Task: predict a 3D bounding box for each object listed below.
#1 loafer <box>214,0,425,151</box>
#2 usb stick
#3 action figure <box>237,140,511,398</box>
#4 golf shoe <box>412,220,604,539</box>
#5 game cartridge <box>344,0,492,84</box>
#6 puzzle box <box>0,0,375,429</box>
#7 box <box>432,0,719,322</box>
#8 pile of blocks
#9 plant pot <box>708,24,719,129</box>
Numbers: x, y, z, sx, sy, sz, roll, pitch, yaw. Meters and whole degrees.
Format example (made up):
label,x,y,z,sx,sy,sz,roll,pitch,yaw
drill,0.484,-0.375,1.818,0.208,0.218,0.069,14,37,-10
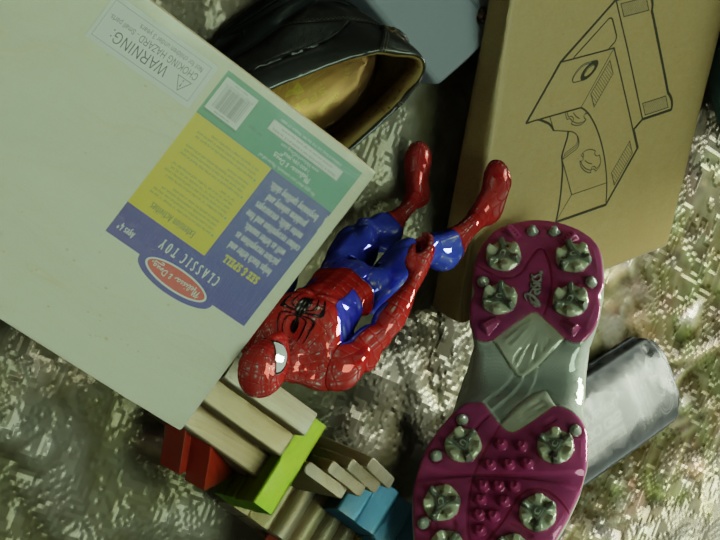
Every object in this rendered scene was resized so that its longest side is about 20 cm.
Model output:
label,x,y,z,sx,sy,sz,roll,pitch,yaw
loafer,-0.057,-0.047,0.912,0.200,0.072,0.073,-46,132,-23
usb stick,0.099,0.089,1.126,0.200,0.033,0.056,-27,99,-45
action figure,0.000,0.000,0.954,0.200,0.065,0.052,-48,150,-49
golf shoe,0.073,0.078,1.029,0.092,0.075,0.201,82,23,-60
game cartridge,0.052,-0.192,1.001,0.133,0.040,0.200,45,71,-40
puzzle box,-0.105,-0.040,0.840,0.200,0.025,0.133,36,93,-31
box,0.112,-0.082,1.076,0.163,0.021,0.201,-19,131,-39
pile of blocks,-0.025,0.110,0.990,0.062,0.082,0.200,-58,136,-14
plant pot,0.270,-0.123,1.136,0.200,0.200,0.162,-10,128,-43
